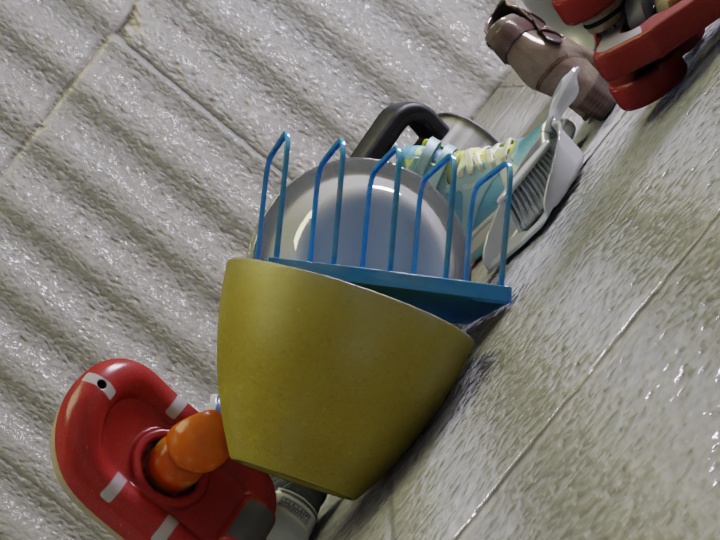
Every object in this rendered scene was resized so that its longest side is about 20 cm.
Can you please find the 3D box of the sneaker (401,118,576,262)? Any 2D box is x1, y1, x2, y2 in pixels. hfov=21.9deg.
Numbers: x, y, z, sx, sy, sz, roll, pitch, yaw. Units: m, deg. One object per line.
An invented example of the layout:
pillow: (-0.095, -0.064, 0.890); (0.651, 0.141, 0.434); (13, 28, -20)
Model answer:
sneaker: (0.114, -0.106, 1.851); (0.200, 0.130, 0.080); (-49, 2, 32)

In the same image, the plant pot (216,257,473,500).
plant pot: (-0.029, 0.091, 1.411); (0.200, 0.199, 0.143); (146, 143, -79)

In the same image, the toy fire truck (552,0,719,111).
toy fire truck: (0.260, -0.229, 1.506); (0.167, 0.112, 0.200); (-27, 17, 32)

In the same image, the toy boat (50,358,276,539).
toy boat: (-0.144, 0.148, 1.464); (0.131, 0.200, 0.131); (-45, 7, 47)

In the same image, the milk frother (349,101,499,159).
milk frother: (0.095, -0.082, 2.085); (0.199, 0.181, 0.189); (20, 65, 41)

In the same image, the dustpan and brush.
dustpan and brush: (0.168, -0.105, 1.696); (0.200, 0.057, 0.140); (-53, 3, -29)

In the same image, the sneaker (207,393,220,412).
sneaker: (-0.092, 0.212, 1.715); (0.081, 0.114, 0.201); (-78, -5, -61)

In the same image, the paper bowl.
paper bowl: (0.000, 0.000, 1.650); (0.201, 0.200, 0.104); (-52, 4, -12)

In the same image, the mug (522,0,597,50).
mug: (0.326, -0.385, 2.362); (0.200, 0.177, 0.134); (-48, -34, -10)

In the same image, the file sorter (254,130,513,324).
file sorter: (0.015, -0.034, 1.533); (0.139, 0.198, 0.124); (140, 136, -75)

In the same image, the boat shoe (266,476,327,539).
boat shoe: (-0.086, 0.216, 1.624); (0.068, 0.072, 0.200); (-56, 8, -35)

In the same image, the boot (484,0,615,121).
boot: (0.189, -0.214, 1.840); (0.070, 0.146, 0.200); (-52, 3, 13)
